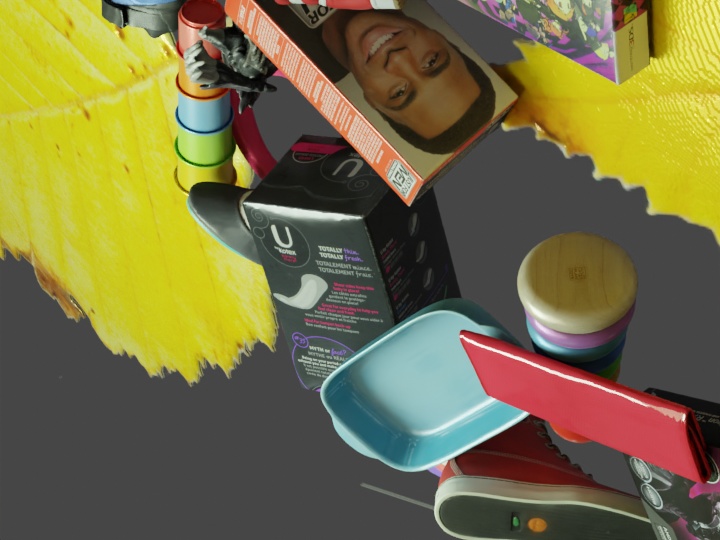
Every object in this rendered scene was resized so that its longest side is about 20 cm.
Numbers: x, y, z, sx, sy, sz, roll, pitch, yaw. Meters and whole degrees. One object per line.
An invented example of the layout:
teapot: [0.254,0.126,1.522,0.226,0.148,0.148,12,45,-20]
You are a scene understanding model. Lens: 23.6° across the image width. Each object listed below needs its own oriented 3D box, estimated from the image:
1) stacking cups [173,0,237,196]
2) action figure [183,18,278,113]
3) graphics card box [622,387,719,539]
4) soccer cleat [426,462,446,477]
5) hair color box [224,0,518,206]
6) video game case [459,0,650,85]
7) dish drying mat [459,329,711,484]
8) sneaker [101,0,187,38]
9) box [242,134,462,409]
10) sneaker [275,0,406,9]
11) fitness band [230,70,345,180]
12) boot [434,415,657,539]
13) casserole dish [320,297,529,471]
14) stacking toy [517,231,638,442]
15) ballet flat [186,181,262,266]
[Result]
stacking cups: [-0.134,-0.153,1.516,0.060,0.060,0.200,42,145,28]
action figure: [-0.081,-0.194,1.361,0.102,0.119,0.200,17,169,-30]
graphics card box: [0.275,0.159,1.222,0.200,0.051,0.126,13,132,58]
soccer cleat: [0.053,0.149,1.605,0.200,0.068,0.073,27,147,43]
hair color box: [0.006,-0.156,1.232,0.200,0.101,0.061,46,161,5]
video game case: [0.096,-0.231,1.077,0.200,0.036,0.182,36,150,38]
dish drying mat: [0.160,0.094,1.233,0.200,0.018,0.077,20,150,41]
sneaker: [-0.228,-0.282,1.562,0.200,0.077,0.112,33,138,29]
box: [0.000,0.000,1.424,0.122,0.106,0.201,8,131,30]
sneaker: [-0.033,-0.269,1.144,0.112,0.071,0.201,-1,114,13]
fitness band: [-0.057,-0.129,1.496,0.200,0.037,0.144,13,129,56]
boot: [0.169,0.164,1.409,0.199,0.144,0.073,11,127,7]
casserole dish: [0.057,0.087,1.363,0.121,0.039,0.200,43,132,-15]
stacking toy: [0.164,0.064,1.281,0.085,0.085,0.200,39,155,32]
ballet flat: [-0.062,-0.027,1.545,0.200,0.073,0.073,39,160,-15]
